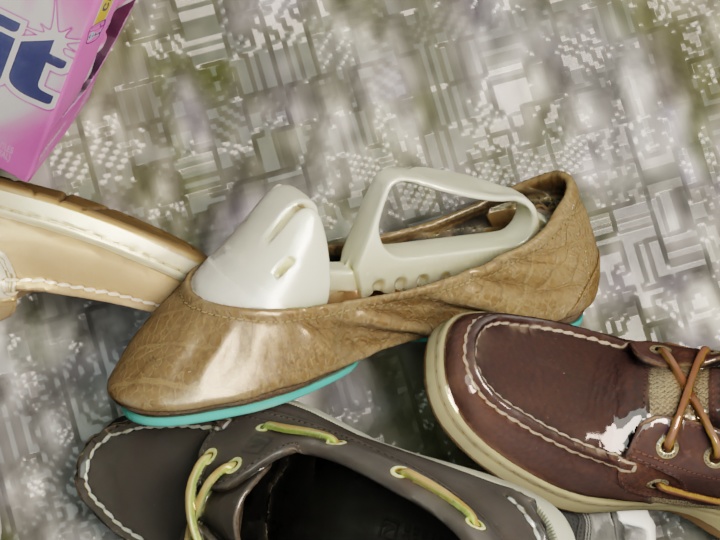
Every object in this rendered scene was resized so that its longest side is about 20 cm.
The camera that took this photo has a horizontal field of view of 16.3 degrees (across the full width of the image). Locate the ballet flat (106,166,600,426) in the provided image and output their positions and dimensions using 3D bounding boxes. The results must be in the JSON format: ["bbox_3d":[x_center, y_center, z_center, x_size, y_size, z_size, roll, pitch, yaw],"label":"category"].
[{"bbox_3d":[0.000,0.000,0.912,0.199,0.068,0.073,-11,118,-22],"label":"ballet flat"}]

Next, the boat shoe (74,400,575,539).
[{"bbox_3d":[-0.024,0.083,0.879,0.200,0.060,0.072,9,90,31],"label":"boat shoe"}]

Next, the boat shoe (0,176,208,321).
[{"bbox_3d":[-0.157,-0.004,0.927,0.199,0.074,0.070,14,91,-1],"label":"boat shoe"}]

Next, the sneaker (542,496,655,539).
[{"bbox_3d":[0.066,0.166,0.900,0.090,0.066,0.201,8,73,-42],"label":"sneaker"}]

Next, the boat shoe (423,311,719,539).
[{"bbox_3d":[0.118,0.052,0.901,0.199,0.072,0.072,23,52,-23],"label":"boat shoe"}]

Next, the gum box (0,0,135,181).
[{"bbox_3d":[-0.171,-0.129,0.912,0.199,0.114,0.066,27,38,0],"label":"gum box"}]
